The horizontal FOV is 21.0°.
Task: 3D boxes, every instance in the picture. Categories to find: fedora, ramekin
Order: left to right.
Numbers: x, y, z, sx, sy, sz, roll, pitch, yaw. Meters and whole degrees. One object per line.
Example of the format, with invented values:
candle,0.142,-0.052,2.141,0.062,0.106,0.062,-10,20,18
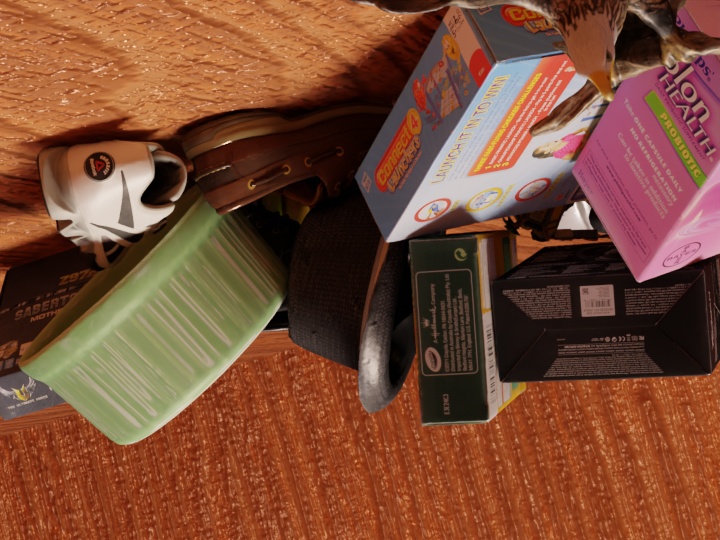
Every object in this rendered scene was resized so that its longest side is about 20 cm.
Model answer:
ramekin,-0.144,0.033,1.414,0.200,0.098,0.200,-42,-170,9
fedora,0.000,0.000,1.411,0.091,0.202,0.201,12,179,11

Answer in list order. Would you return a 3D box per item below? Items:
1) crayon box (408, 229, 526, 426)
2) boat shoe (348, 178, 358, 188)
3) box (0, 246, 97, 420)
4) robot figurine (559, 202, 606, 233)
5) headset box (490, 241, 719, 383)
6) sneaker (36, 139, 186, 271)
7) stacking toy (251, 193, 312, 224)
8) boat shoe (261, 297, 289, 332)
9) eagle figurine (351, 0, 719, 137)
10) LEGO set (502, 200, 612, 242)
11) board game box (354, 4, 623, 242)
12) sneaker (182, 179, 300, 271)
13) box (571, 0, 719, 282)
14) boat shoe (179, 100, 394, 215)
crayon box,0.079,0.036,1.391,0.051,0.126,0.200,-4,-178,13
boat shoe,0.014,-0.079,1.531,0.199,0.068,0.074,-11,173,-33
box,-0.218,0.035,1.663,0.199,0.051,0.158,-16,-145,13
robot figurine,0.230,-0.098,1.628,0.199,0.125,0.150,-14,176,12
headset box,0.189,0.024,1.397,0.148,0.078,0.200,-3,-174,17
sneaker,-0.159,-0.048,1.345,0.088,0.074,0.200,-14,175,0
stacking toy,-0.073,-0.040,1.604,0.199,0.117,0.110,-3,169,-11
boat shoe,-0.032,0.036,1.582,0.198,0.066,0.075,7,161,5
eagle figurine,0.098,-0.150,0.972,0.200,0.151,0.152,31,97,-41
LEGO set,0.164,-0.080,1.493,0.199,0.154,0.116,-25,152,-28
board game box,0.120,-0.110,1.276,0.195,0.056,0.200,-12,153,-29
sneaker,-0.078,-0.033,1.521,0.199,0.107,0.075,-16,-178,11
box,0.258,-0.103,1.241,0.175,0.097,0.200,-18,155,-24
boat shoe,-0.039,-0.079,1.400,0.200,0.068,0.072,-11,172,-41
